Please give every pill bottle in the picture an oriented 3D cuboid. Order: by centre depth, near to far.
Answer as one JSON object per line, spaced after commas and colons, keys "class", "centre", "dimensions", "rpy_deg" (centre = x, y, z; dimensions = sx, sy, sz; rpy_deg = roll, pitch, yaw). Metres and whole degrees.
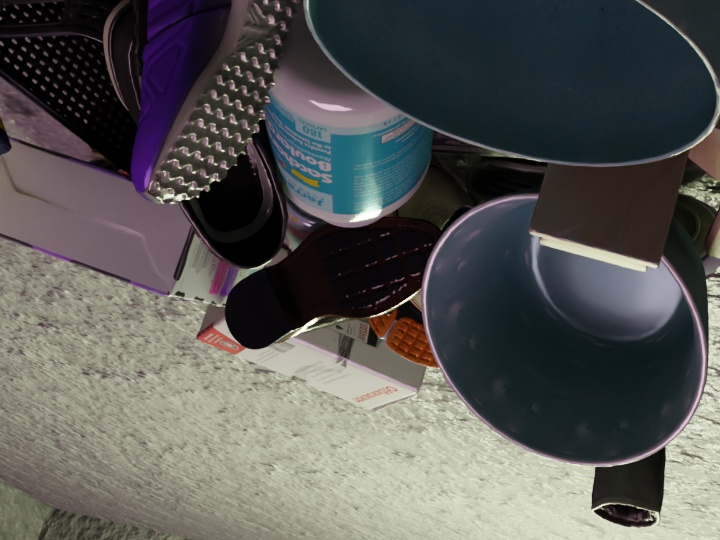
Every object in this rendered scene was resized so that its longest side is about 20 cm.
{"class": "pill bottle", "centre": [-0.007, -0.102, 1.027], "dimensions": [0.110, 0.111, 0.200], "rpy_deg": [15, 156, 8]}

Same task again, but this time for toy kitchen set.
{"class": "toy kitchen set", "centre": [0.160, -0.054, 0.947], "dimensions": [0.199, 0.164, 0.181], "rpy_deg": [16, 162, 8]}

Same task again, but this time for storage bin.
{"class": "storage bin", "centre": [-0.149, -0.145, 1.091], "dimensions": [0.135, 0.094, 0.200], "rpy_deg": [4, 158, 36]}

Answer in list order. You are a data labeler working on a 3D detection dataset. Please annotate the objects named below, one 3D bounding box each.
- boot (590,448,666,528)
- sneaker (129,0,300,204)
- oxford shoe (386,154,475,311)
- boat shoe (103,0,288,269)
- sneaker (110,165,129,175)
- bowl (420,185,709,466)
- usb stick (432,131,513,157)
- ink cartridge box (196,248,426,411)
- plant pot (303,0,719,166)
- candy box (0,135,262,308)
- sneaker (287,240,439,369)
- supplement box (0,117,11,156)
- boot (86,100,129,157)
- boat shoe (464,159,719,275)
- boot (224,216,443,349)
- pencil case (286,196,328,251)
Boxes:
{"class": "boot", "centre": [0.204, 0.081, 1.231], "dimensions": [0.072, 0.201, 0.182], "rpy_deg": [7, 159, 29]}
{"class": "sneaker", "centre": [-0.097, -0.140, 0.917], "dimensions": [0.099, 0.201, 0.069], "rpy_deg": [23, -177, 26]}
{"class": "oxford shoe", "centre": [0.070, -0.002, 1.200], "dimensions": [0.074, 0.071, 0.200], "rpy_deg": [43, 171, 39]}
{"class": "boat shoe", "centre": [-0.097, -0.085, 1.009], "dimensions": [0.063, 0.073, 0.202], "rpy_deg": [55, 171, 47]}
{"class": "sneaker", "centre": [-0.200, -0.052, 1.438], "dimensions": [0.086, 0.074, 0.200], "rpy_deg": [24, 163, -28]}
{"class": "bowl", "centre": [0.152, 0.019, 1.081], "dimensions": [0.200, 0.105, 0.202], "rpy_deg": [16, 125, 25]}
{"class": "usb stick", "centre": [0.073, -0.100, 1.105], "dimensions": [0.199, 0.033, 0.056], "rpy_deg": [7, 152, 31]}
{"class": "ink cartridge box", "centre": [-0.042, 0.056, 1.581], "dimensions": [0.199, 0.083, 0.147], "rpy_deg": [23, 161, -14]}
{"class": "plant pot", "centre": [0.087, -0.156, 0.768], "dimensions": [0.199, 0.136, 0.200], "rpy_deg": [16, 161, 6]}
{"class": "candy box", "centre": [-0.172, -0.032, 1.194], "dimensions": [0.167, 0.072, 0.200], "rpy_deg": [19, 180, 13]}
{"class": "sneaker", "centre": [0.033, 0.019, 1.385], "dimensions": [0.200, 0.076, 0.092], "rpy_deg": [39, -172, 30]}
{"class": "supplement box", "centre": [-0.323, -0.148, 1.048], "dimensions": [0.108, 0.201, 0.110], "rpy_deg": [-29, 150, 5]}
{"class": "boot", "centre": [-0.134, -0.104, 1.251], "dimensions": [0.154, 0.077, 0.200], "rpy_deg": [23, 169, -2]}
{"class": "boat shoe", "centre": [0.161, -0.036, 1.146], "dimensions": [0.199, 0.072, 0.062], "rpy_deg": [9, 161, 33]}
{"class": "boot", "centre": [0.000, 0.000, 1.180], "dimensions": [0.199, 0.075, 0.097], "rpy_deg": [-19, 178, 36]}
{"class": "pencil case", "centre": [-0.016, -0.043, 1.257], "dimensions": [0.090, 0.084, 0.200], "rpy_deg": [8, 164, 8]}
